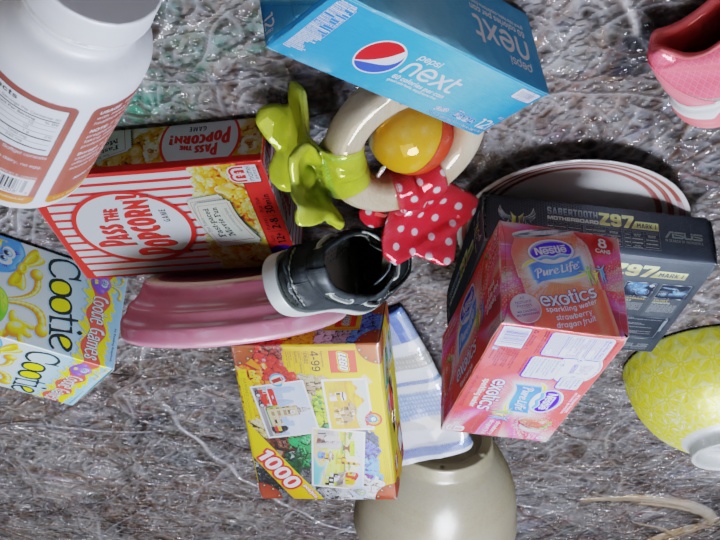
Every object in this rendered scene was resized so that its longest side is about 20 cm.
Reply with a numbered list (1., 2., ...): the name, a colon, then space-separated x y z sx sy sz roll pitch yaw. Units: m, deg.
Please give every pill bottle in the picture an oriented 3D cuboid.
1. pill bottle: -0.204 -0.135 0.704 0.112 0.113 0.200 18 145 -25

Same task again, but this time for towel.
1. towel: 0.021 0.134 1.143 0.146 0.024 0.201 -16 119 23

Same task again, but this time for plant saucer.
1. plant saucer: -0.112 0.024 0.940 0.199 0.051 0.201 -5 -172 1

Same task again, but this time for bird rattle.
1. bird rattle: 0.029 -0.080 0.802 0.199 0.113 0.163 18 127 -35

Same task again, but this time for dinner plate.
1. dinner plate: 0.183 -0.042 0.927 0.199 0.024 0.201 0 148 0

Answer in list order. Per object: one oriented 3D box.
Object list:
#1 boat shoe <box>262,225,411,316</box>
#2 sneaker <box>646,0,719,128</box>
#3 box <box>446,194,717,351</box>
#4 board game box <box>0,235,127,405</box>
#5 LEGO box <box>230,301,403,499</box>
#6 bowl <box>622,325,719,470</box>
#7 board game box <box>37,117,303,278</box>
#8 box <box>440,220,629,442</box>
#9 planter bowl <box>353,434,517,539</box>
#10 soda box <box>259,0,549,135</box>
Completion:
1. boat shoe: 0.000 0.000 0.889 0.060 0.076 0.200 -17 -178 31
2. sneaker: 0.277 -0.159 0.685 0.200 0.074 0.087 -24 139 35
3. box: 0.186 0.006 0.935 0.199 0.051 0.158 5 148 -4
4. board game box: -0.336 0.039 1.000 0.199 0.105 0.103 21 143 -30
5. LEGO box: -0.039 0.135 1.092 0.148 0.077 0.201 -2 122 9
6. bowl: 0.390 0.152 1.156 0.199 0.108 0.200 1 149 1
7. board game box: -0.160 -0.056 0.892 0.199 0.047 0.152 -4 148 9
8. box: 0.136 0.057 0.881 0.102 0.095 0.200 8 148 -5
9. planter bowl: 0.093 0.246 1.265 0.199 0.201 0.135 2 122 -1
10. soda box: 0.031 -0.151 0.670 0.064 0.068 0.199 -27 152 37
